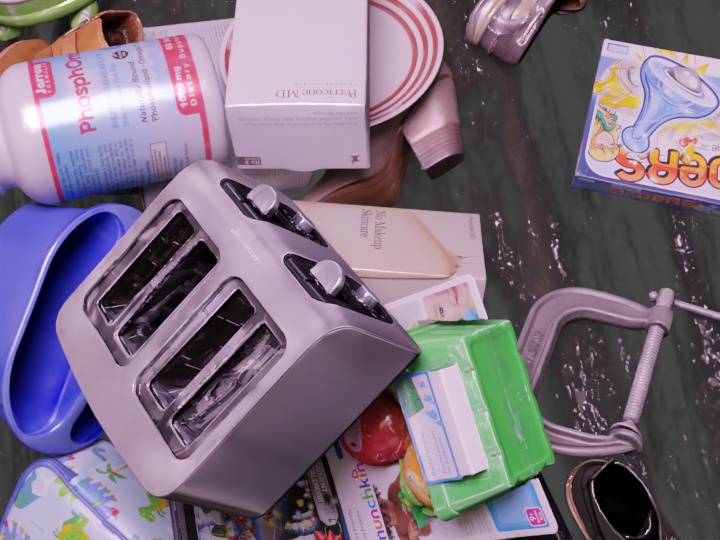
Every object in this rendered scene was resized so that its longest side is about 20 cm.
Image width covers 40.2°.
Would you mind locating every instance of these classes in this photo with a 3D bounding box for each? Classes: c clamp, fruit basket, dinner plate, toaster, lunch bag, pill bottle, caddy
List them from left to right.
[{"bbox_3d":[-0.226,0.042,0.778,0.104,0.141,0.201,14,81,32],"label":"caddy"},{"bbox_3d":[-0.209,-0.113,0.762,0.199,0.109,0.109,-14,73,-14],"label":"pill bottle"},{"bbox_3d":[-0.201,0.251,0.789,0.200,0.082,0.161,39,113,15],"label":"lunch bag"},{"bbox_3d":[-0.091,0.050,0.666,0.200,0.119,0.181,-46,56,8],"label":"toaster"},{"bbox_3d":[-0.026,-0.192,0.875,0.198,0.024,0.201,-1,56,2],"label":"dinner plate"},{"bbox_3d":[0.033,0.116,0.725,0.199,0.093,0.187,-20,86,37],"label":"fruit basket"},{"bbox_3d":[0.206,0.077,0.798,0.170,0.027,0.200,20,52,21],"label":"c clamp"}]

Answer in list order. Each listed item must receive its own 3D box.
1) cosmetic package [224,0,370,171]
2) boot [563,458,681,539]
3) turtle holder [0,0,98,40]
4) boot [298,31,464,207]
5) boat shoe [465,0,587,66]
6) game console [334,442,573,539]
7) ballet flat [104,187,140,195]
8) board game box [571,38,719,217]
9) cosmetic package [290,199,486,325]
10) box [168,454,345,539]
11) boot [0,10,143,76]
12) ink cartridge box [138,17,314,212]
[{"bbox_3d":[-0.046,-0.182,0.809,0.112,0.081,0.201,-2,55,1],"label":"cosmetic package"},{"bbox_3d":[0.225,0.230,0.733,0.077,0.138,0.200,-40,75,-4],"label":"boot"},{"bbox_3d":[-0.298,-0.307,0.927,0.184,0.132,0.142,10,59,20],"label":"turtle holder"},{"bbox_3d":[-0.003,-0.129,0.901,0.199,0.070,0.147,-25,67,-1],"label":"boot"},{"bbox_3d":[0.185,-0.270,0.914,0.073,0.074,0.200,43,93,6],"label":"boat shoe"},{"bbox_3d":[0.052,0.180,0.784,0.116,0.176,0.201,-16,72,-28],"label":"game console"},{"bbox_3d":[-0.207,-0.106,0.924,0.198,0.071,0.066,10,51,7],"label":"ballet flat"},{"bbox_3d":[0.299,-0.120,0.871,0.198,0.034,0.136,12,77,10],"label":"board game box"},{"bbox_3d":[0.000,0.000,0.821,0.198,0.074,0.104,3,34,-1],"label":"cosmetic package"},{"bbox_3d":[-0.090,0.142,0.787,0.040,0.136,0.201,-37,56,40],"label":"box"},{"bbox_3d":[-0.263,-0.190,0.883,0.155,0.200,0.077,-35,116,18],"label":"boot"},{"bbox_3d":[-0.112,-0.152,0.890,0.198,0.041,0.201,-10,55,-10],"label":"ink cartridge box"}]
